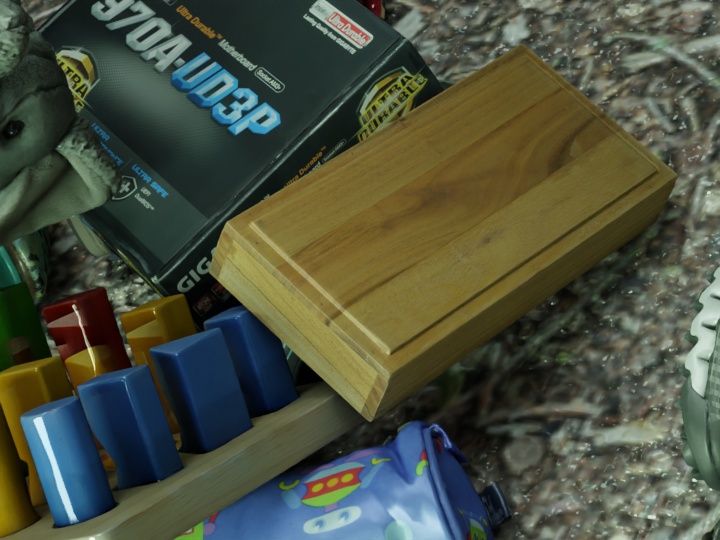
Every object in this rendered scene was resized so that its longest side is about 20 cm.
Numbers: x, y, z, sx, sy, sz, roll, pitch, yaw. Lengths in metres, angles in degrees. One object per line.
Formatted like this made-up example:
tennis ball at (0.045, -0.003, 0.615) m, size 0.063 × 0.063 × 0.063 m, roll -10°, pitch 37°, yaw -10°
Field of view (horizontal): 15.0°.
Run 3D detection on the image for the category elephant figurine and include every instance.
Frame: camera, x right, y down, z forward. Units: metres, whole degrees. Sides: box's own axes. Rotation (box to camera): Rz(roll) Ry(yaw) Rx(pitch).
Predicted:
elephant figurine at (-0.172, -0.059, 1.191) m, size 0.200 × 0.142 × 0.156 m, roll -30°, pitch 32°, yaw 25°

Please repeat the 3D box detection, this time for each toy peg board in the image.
toy peg board at (-0.133, 0.061, 1.145) m, size 0.198 × 0.098 × 0.200 m, roll -14°, pitch 9°, yaw 35°

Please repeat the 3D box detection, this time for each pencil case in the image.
pencil case at (-0.040, 0.121, 1.140) m, size 0.199 × 0.078 × 0.087 m, roll -18°, pitch 52°, yaw 13°

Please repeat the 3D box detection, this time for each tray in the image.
tray at (0.040, -0.022, 1.190) m, size 0.099 × 0.037 × 0.200 m, roll 42°, pitch 48°, yaw 18°

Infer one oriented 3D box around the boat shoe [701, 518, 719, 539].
boat shoe at (0.155, 0.117, 1.041) m, size 0.200 × 0.066 × 0.072 m, roll -30°, pitch 41°, yaw -1°

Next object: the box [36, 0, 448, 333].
box at (-0.076, -0.081, 1.283) m, size 0.159 × 0.046 × 0.200 m, roll -43°, pitch 44°, yaw -5°

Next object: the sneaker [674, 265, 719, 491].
sneaker at (0.198, 0.009, 1.128) m, size 0.090 × 0.067 × 0.200 m, roll 5°, pitch 48°, yaw 36°

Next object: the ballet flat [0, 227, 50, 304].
ballet flat at (-0.203, -0.044, 1.419) m, size 0.074 × 0.074 × 0.200 m, roll -43°, pitch 45°, yaw -16°

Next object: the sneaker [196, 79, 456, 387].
sneaker at (0.000, 0.000, 1.262) m, size 0.079 × 0.075 × 0.200 m, roll 30°, pitch 74°, yaw 33°

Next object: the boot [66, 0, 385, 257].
boot at (-0.071, -0.098, 1.392) m, size 0.150 × 0.073 × 0.200 m, roll -13°, pitch 36°, yaw 22°
